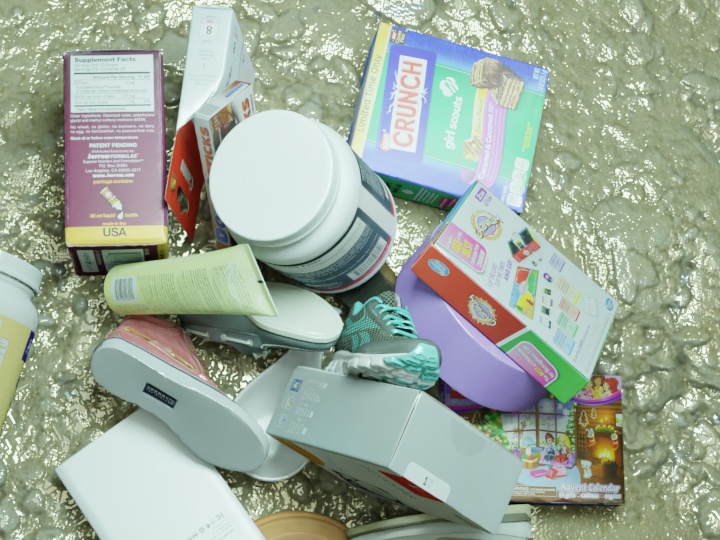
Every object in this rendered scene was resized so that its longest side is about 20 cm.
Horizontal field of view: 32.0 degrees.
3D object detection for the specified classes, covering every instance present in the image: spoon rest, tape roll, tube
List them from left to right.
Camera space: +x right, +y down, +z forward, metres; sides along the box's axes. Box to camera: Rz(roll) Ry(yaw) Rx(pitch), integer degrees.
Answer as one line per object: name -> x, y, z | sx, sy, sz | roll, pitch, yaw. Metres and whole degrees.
tube -> -0.164, 0.015, 1.208 | 0.058, 0.198, 0.053 | 26, 67, -46
spoon rest -> -0.072, 0.119, 1.295 | 0.098, 0.061, 0.202 | 24, 74, -3
tape roll -> 0.134, 0.043, 1.287 | 0.198, 0.066, 0.202 | 24, 40, -21

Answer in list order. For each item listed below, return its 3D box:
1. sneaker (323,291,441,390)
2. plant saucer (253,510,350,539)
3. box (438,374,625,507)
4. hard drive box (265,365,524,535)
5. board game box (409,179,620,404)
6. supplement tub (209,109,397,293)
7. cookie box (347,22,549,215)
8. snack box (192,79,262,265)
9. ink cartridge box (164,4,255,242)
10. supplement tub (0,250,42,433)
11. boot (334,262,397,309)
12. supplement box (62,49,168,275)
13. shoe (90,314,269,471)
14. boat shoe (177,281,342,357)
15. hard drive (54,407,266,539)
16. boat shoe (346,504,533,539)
sneaker -> 0.022, 0.063, 1.196 | 0.077, 0.200, 0.092 | 19, 79, -22
plant saucer -> -0.064, 0.343, 1.257 | 0.197, 0.037, 0.203 | 2, 76, -9
box -> 0.180, 0.178, 1.332 | 0.197, 0.039, 0.139 | 3, 76, -8
hard drive box -> 0.030, 0.169, 1.202 | 0.155, 0.199, 0.078 | 36, 71, -32
board game box -> 0.158, 0.017, 1.246 | 0.200, 0.040, 0.153 | 41, 36, -1
supplement tub -> -0.053, -0.064, 1.221 | 0.138, 0.200, 0.142 | -4, 75, 17
cookie box -> 0.092, -0.159, 1.377 | 0.197, 0.075, 0.173 | 14, 76, -5
snack box -> -0.125, -0.087, 1.267 | 0.024, 0.202, 0.072 | 17, 43, 27
ink cartridge box -> -0.152, -0.146, 1.290 | 0.056, 0.163, 0.203 | 2, 76, 3
supplement tub -> -0.397, 0.080, 1.208 | 0.144, 0.145, 0.202 | 17, 75, -5
boot -> 0.000, 0.000, 1.337 | 0.073, 0.075, 0.201 | -39, 72, 13
supplement box -> -0.249, -0.107, 1.282 | 0.102, 0.131, 0.203 | -2, 76, -8
shoe -> -0.169, 0.116, 1.256 | 0.199, 0.091, 0.072 | 33, 118, -3
boat shoe -> -0.105, 0.052, 1.268 | 0.198, 0.062, 0.073 | 14, 35, 24
hard drive -> -0.194, 0.241, 1.245 | 0.131, 0.026, 0.201 | -35, 73, -14
boat shoe -> 0.085, 0.280, 1.273 | 0.197, 0.075, 0.069 | -2, 78, -14
